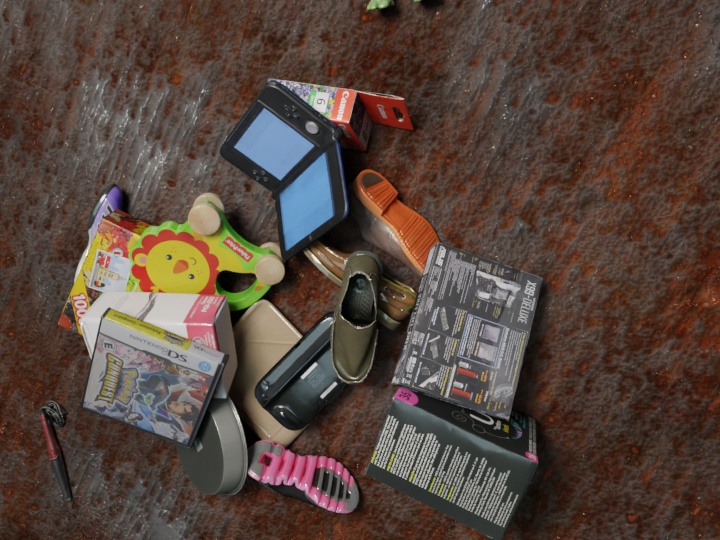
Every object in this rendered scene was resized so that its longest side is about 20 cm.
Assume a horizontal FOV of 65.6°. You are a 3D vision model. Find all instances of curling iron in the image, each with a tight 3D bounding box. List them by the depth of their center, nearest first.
[{"bbox_3d":[-0.586,0.352,1.081,0.049,0.026,0.202,-3,96,20],"label":"curling iron"}]

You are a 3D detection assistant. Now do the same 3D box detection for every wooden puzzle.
[{"bbox_3d":[-0.147,0.174,0.928,0.200,0.037,0.185,43,106,3],"label":"wooden puzzle"}]

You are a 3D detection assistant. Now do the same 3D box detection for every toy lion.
[{"bbox_3d":[-0.244,-0.006,0.867,0.200,0.069,0.192,39,105,-23],"label":"toy lion"}]

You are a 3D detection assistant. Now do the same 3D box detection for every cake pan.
[{"bbox_3d":[-0.254,0.276,0.920,0.199,0.037,0.202,11,105,45],"label":"cake pan"}]

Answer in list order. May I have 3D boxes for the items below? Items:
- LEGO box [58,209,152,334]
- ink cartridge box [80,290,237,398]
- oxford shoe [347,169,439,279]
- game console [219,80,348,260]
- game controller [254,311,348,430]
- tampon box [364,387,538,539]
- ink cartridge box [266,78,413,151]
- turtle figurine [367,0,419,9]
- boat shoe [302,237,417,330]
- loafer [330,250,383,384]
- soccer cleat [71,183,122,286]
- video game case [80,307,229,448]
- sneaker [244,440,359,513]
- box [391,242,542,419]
[{"bbox_3d":[-0.383,0.024,0.929,0.148,0.077,0.201,26,105,-12],"label":"LEGO box"},{"bbox_3d":[-0.301,0.114,0.857,0.198,0.085,0.147,1,121,3],"label":"ink cartridge box"},{"bbox_3d":[0.052,-0.055,0.832,0.200,0.071,0.073,52,140,-2],"label":"oxford shoe"},{"bbox_3d":[-0.114,-0.130,0.784,0.170,0.119,0.200,33,146,-20],"label":"game console"},{"bbox_3d":[-0.073,0.160,0.874,0.104,0.042,0.200,43,99,-11],"label":"game controller"},{"bbox_3d":[0.132,0.247,0.790,0.199,0.150,0.127,23,103,12],"label":"tampon box"},{"bbox_3d":[-0.030,-0.216,0.799,0.198,0.109,0.051,13,84,15],"label":"ink cartridge box"},{"bbox_3d":[0.043,-0.450,0.720,0.143,0.200,0.195,-20,116,-19],"label":"turtle figurine"},{"bbox_3d":[0.000,0.000,0.846,0.200,0.072,0.068,39,104,-2],"label":"boat shoe"},{"bbox_3d":[-0.011,0.075,0.791,0.074,0.070,0.202,6,106,8],"label":"loafer"},{"bbox_3d":[-0.438,-0.050,0.975,0.073,0.068,0.201,20,102,-6],"label":"soccer cleat"},{"bbox_3d":[-0.308,0.166,0.826,0.180,0.026,0.201,23,121,-9],"label":"video game case"},{"bbox_3d":[-0.098,0.348,0.922,0.199,0.079,0.096,23,138,2],"label":"sneaker"},{"bbox_3d":[0.146,0.081,0.761,0.156,0.050,0.202,17,78,-4],"label":"box"}]
